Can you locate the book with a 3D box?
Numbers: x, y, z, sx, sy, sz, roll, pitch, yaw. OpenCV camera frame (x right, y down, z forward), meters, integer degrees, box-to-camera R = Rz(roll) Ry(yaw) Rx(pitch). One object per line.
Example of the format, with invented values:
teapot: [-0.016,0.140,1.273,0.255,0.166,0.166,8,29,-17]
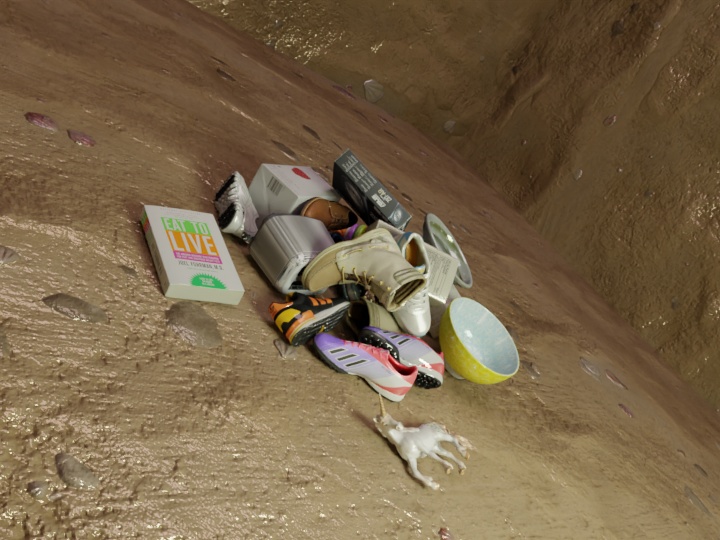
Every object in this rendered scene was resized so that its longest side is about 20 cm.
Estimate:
book: [-0.289,-0.027,1.044,0.132,0.048,0.201,10,36,-41]

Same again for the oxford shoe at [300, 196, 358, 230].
oxford shoe: [-0.066,-0.118,1.342,0.070,0.073,0.199,20,18,24]

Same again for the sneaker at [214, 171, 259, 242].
sneaker: [-0.252,-0.130,1.276,0.080,0.075,0.202,33,26,-34]

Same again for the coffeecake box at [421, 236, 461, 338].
coffeecake box: [0.161,0.035,1.464,0.202,0.072,0.153,58,22,-4]

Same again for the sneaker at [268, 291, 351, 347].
sneaker: [-0.089,0.066,1.115,0.090,0.070,0.199,44,25,12]

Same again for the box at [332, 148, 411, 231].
box: [0.020,-0.153,1.350,0.200,0.043,0.160,48,-11,5]

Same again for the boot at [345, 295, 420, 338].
boot: [0.033,0.082,1.261,0.154,0.073,0.202,26,30,-35]

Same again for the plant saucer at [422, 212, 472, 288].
plant saucer: [0.195,-0.038,1.467,0.200,0.050,0.202,48,24,-29]

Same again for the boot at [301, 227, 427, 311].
boot: [0.005,0.016,1.120,0.197,0.073,0.155,-26,53,-17]

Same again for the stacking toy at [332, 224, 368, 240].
stacking toy: [-0.001,-0.074,1.507,0.196,0.117,0.111,23,60,10]

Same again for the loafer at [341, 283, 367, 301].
loafer: [0.000,0.000,1.348,0.201,0.062,0.073,-81,152,-60]

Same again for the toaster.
toaster: [-0.124,-0.030,1.199,0.198,0.114,0.130,4,40,-52]

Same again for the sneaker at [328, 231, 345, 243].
sneaker: [-0.061,-0.049,1.366,0.076,0.086,0.201,27,23,-20]

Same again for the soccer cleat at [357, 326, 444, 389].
soccer cleat: [0.078,0.149,1.161,0.198,0.068,0.074,33,53,-21]

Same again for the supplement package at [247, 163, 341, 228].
supplement package: [-0.154,-0.155,1.389,0.121,0.121,0.199,41,22,16]

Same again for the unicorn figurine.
unicorn figurine: [0.098,0.278,0.993,0.137,0.075,0.199,38,5,31]

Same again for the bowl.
bowl: [0.234,0.170,1.328,0.197,0.108,0.202,28,34,-21]

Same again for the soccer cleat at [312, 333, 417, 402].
soccer cleat: [0.009,0.154,1.083,0.198,0.074,0.069,32,22,-12]

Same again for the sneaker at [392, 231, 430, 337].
sneaker: [0.099,0.027,1.195,0.075,0.205,0.081,-9,-4,-20]

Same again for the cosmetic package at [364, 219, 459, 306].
cosmetic package: [0.093,-0.012,1.286,0.197,0.105,0.087,27,-15,-12]
